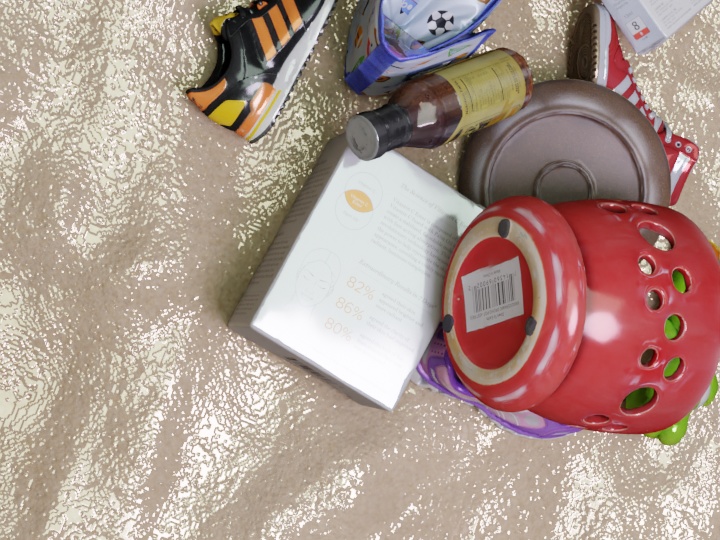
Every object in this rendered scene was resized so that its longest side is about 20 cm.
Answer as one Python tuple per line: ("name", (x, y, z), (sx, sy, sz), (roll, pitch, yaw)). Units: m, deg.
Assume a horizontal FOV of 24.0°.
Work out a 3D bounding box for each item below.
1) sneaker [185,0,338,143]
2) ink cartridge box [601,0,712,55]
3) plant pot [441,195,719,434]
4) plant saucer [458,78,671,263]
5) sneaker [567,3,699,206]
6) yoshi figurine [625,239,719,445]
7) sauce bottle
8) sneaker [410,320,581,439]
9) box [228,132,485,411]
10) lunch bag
("sneaker", (-0.085, -0.220, 1.510), (0.089, 0.070, 0.202), (27, 83, -17))
("ink cartridge box", (0.260, -0.324, 1.600), (0.162, 0.050, 0.201), (-39, 93, -37))
("plant pot", (0.180, 0.037, 1.436), (0.181, 0.200, 0.203), (3, 87, -34))
("plant saucer", (0.188, -0.074, 1.565), (0.197, 0.032, 0.203), (1, 100, 7))
("sneaker", (0.261, -0.153, 1.607), (0.111, 0.071, 0.203), (-4, 97, -12))
("yoshi figurine", (0.303, 0.078, 1.616), (0.202, 0.111, 0.112), (-65, 145, -23))
("sauce bottle", (0.068, -0.143, 1.480), (0.199, 0.066, 0.067), (-24, 95, -38))
("sneaker", (0.137, 0.102, 1.555), (0.198, 0.088, 0.081), (22, 81, -15))
("box", (0.000, 0.000, 1.509), (0.151, 0.106, 0.201), (31, 80, -12))
("lunch bag", (0.067, -0.248, 1.506), (0.123, 0.170, 0.201), (38, 78, -6))
